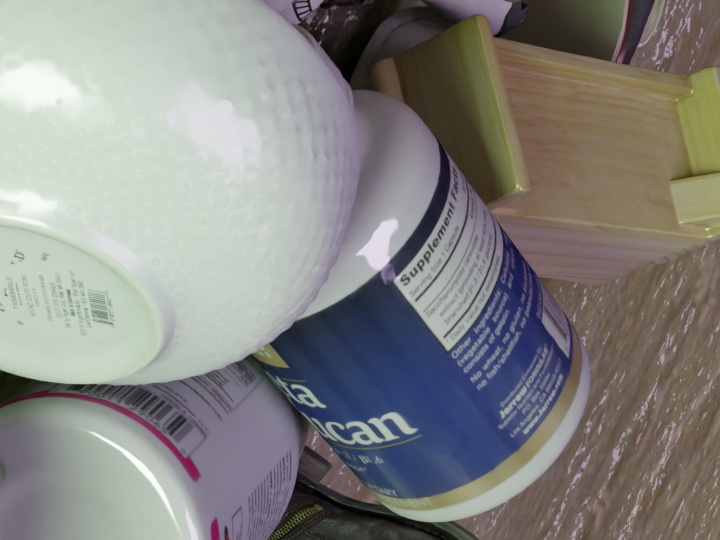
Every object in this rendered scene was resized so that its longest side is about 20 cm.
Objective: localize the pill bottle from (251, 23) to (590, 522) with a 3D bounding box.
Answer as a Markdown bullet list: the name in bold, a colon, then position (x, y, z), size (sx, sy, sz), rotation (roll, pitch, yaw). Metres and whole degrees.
- **pill bottle**: position (0.000, 0.000, 0.951), size (0.111, 0.111, 0.200), rotation (-53, 126, -20)

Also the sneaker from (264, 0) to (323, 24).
- **sneaker**: position (-0.085, -0.110, 0.917), size (0.201, 0.067, 0.108), rotation (-36, 146, -7)

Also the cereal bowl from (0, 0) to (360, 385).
- **cereal bowl**: position (-0.102, -0.023, 0.804), size (0.201, 0.199, 0.084), rotation (62, 34, -46)

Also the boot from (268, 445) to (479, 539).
- **boot**: position (-0.042, 0.162, 1.047), size (0.174, 0.199, 0.070), rotation (-41, 150, -43)

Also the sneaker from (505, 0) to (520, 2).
- **sneaker**: position (0.053, -0.216, 0.997), size (0.201, 0.075, 0.070), rotation (67, 21, 3)

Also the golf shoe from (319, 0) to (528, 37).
- **golf shoe**: position (-0.004, -0.146, 1.042), size (0.095, 0.078, 0.200), rotation (-54, 133, -4)

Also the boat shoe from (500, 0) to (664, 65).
- **boat shoe**: position (0.121, -0.137, 1.208), size (0.062, 0.071, 0.201), rotation (26, 82, -57)

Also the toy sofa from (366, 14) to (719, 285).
- **toy sofa**: position (0.085, -0.051, 1.092), size (0.199, 0.097, 0.083), rotation (4, 68, -48)

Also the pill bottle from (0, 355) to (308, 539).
- **pill bottle**: position (-0.088, 0.082, 0.950), size (0.200, 0.113, 0.114), rotation (-44, 146, -72)

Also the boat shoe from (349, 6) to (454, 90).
- **boat shoe**: position (0.022, -0.024, 1.138), size (0.060, 0.071, 0.203), rotation (-69, 162, -84)
